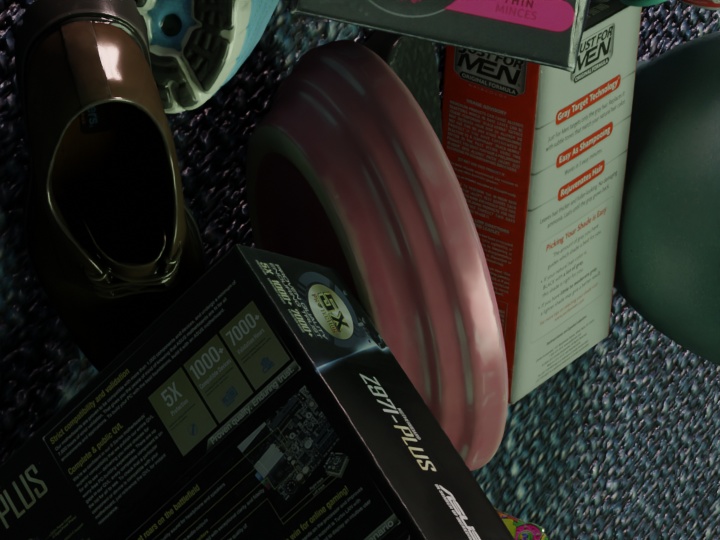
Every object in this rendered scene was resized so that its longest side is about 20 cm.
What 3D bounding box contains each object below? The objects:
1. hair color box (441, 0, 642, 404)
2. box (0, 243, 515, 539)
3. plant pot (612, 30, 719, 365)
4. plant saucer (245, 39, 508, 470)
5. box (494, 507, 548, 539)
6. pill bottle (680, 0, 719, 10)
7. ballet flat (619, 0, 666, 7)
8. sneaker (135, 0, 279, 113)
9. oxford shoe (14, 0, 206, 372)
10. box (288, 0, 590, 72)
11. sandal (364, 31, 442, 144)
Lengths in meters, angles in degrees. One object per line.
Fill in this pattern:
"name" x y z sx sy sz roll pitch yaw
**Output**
"hair color box" 0.089 -0.044 1.524 0.101 0.061 0.201 -30 133 -48
"box" -0.058 0.118 1.200 0.200 0.164 0.086 -43 155 18
"plant pot" 0.196 -0.046 1.616 0.200 0.134 0.201 -37 133 -53
"plant saucer" 0.000 0.000 1.299 0.051 0.201 0.201 -18 129 -18
"box" -0.012 0.187 1.357 0.122 0.199 0.193 -50 144 -30
"pill bottle" 0.160 -0.218 1.481 0.200 0.113 0.114 35 78 -59
"ballet flat" 0.160 -0.195 1.331 0.200 0.068 0.073 -43 128 -41
"sneaker" -0.055 -0.167 1.224 0.090 0.078 0.201 -20 131 -74
"oxford shoe" -0.101 -0.012 1.191 0.072 0.085 0.201 -15 133 -3
"box" 0.046 -0.164 1.245 0.200 0.121 0.107 -68 170 -74
"sandal" 0.009 -0.018 1.431 0.075 0.048 0.202 -12 105 -62
